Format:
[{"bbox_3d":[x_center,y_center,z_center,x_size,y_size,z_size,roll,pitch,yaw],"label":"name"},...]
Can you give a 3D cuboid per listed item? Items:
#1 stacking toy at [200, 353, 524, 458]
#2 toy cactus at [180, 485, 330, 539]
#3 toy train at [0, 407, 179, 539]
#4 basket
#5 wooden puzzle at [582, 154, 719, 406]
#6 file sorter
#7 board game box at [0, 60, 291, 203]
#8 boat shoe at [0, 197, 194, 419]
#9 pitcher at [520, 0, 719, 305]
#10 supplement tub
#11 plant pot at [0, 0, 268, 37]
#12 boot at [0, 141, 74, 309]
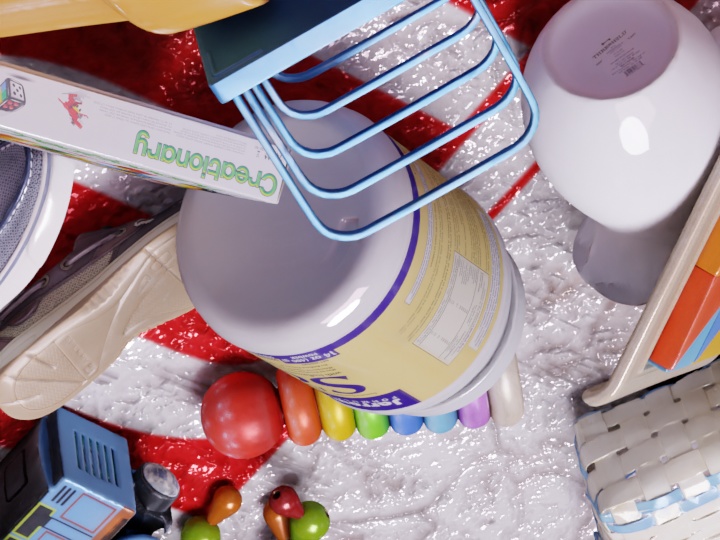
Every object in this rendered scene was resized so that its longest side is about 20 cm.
[{"bbox_3d":[-0.002,0.072,1.768,0.199,0.086,0.086,-11,135,-1],"label":"stacking toy"},{"bbox_3d":[-0.071,0.225,1.878,0.165,0.102,0.200,23,113,-47],"label":"toy cactus"},{"bbox_3d":[-0.202,0.180,1.786,0.114,0.087,0.200,30,119,-28],"label":"toy train"},{"bbox_3d":[0.239,0.159,1.883,0.176,0.139,0.200,-23,130,8],"label":"basket"},{"bbox_3d":[0.221,-0.006,1.686,0.200,0.037,0.185,-61,161,18],"label":"wooden puzzle"},{"bbox_3d":[-0.001,-0.128,1.462,0.138,0.200,0.123,-29,120,6],"label":"file sorter"},{"bbox_3d":[-0.152,-0.078,1.484,0.199,0.126,0.035,15,88,-35],"label":"board game box"},{"bbox_3d":[-0.142,0.004,1.650,0.200,0.065,0.072,-40,141,-7],"label":"boat shoe"},{"bbox_3d":[0.181,-0.091,1.659,0.171,0.121,0.200,-40,147,-10],"label":"pitcher"},{"bbox_3d":[0.000,0.000,1.622,0.145,0.146,0.200,-35,150,13],"label":"supplement tub"},{"bbox_3d":[-0.160,-0.196,1.380,0.183,0.201,0.200,-18,138,18],"label":"plant pot"},{"bbox_3d":[-0.242,-0.010,1.592,0.090,0.073,0.200,13,127,-37],"label":"boot"}]
